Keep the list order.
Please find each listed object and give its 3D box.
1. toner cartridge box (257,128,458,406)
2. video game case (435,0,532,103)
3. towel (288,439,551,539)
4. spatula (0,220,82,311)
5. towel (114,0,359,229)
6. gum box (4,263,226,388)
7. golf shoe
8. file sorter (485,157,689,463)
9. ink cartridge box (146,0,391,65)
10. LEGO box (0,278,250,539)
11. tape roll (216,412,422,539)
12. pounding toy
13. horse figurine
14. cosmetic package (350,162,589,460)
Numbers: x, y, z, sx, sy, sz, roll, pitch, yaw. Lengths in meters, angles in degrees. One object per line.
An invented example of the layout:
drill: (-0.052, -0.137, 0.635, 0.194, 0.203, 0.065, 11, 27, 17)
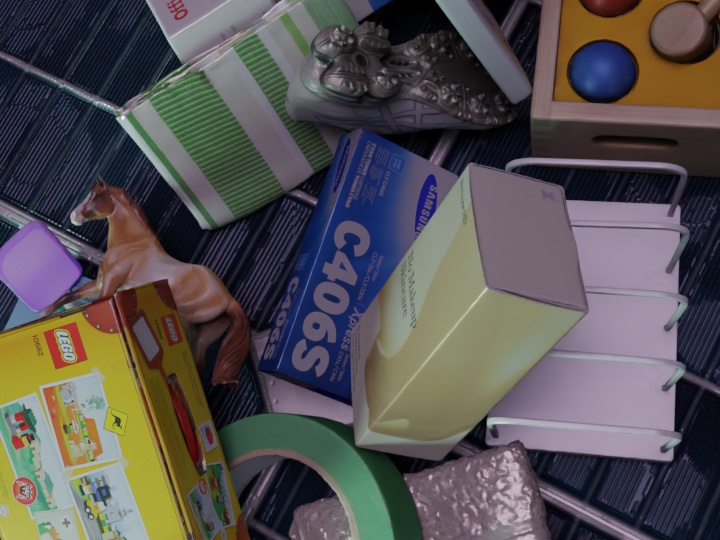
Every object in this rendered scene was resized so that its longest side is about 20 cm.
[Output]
toner cartridge box: (0.000, 0.000, 0.800, 0.095, 0.043, 0.200, 24, 78, -24)
video game case: (0.053, -0.243, 0.775, 0.023, 0.200, 0.182, -32, 47, 16)
towel: (0.045, 0.211, 0.734, 0.200, 0.034, 0.133, -23, 72, 22)
spatula: (-0.217, 0.042, 0.817, 0.057, 0.021, 0.200, -43, 72, -10)
towel: (-0.077, -0.130, 0.829, 0.200, 0.153, 0.023, -34, 40, 0)
gum box: (-0.227, 0.112, 0.833, 0.170, 0.045, 0.200, 19, 77, 14)
golf shoe: (0.032, -0.143, 0.823, 0.200, 0.097, 0.078, 6, 66, -32)
file sorter: (0.165, 0.028, 0.744, 0.139, 0.125, 0.200, 3, 75, 11)
ink cartridge box: (-0.076, -0.244, 0.858, 0.200, 0.084, 0.146, -32, 42, 0)
LEGO box: (-0.183, 0.124, 0.716, 0.149, 0.077, 0.200, -16, 91, 19)
tape roll: (-0.054, 0.205, 0.743, 0.200, 0.048, 0.201, -6, 77, 28)
pounding toy: (0.238, -0.184, 0.780, 0.200, 0.142, 0.184, 5, 76, 12)
horse figurine: (-0.160, 0.025, 0.792, 0.200, 0.050, 0.133, 28, 65, 13)
cosmetic package: (0.062, 0.035, 0.680, 0.071, 0.200, 0.105, 12, 49, -18)
